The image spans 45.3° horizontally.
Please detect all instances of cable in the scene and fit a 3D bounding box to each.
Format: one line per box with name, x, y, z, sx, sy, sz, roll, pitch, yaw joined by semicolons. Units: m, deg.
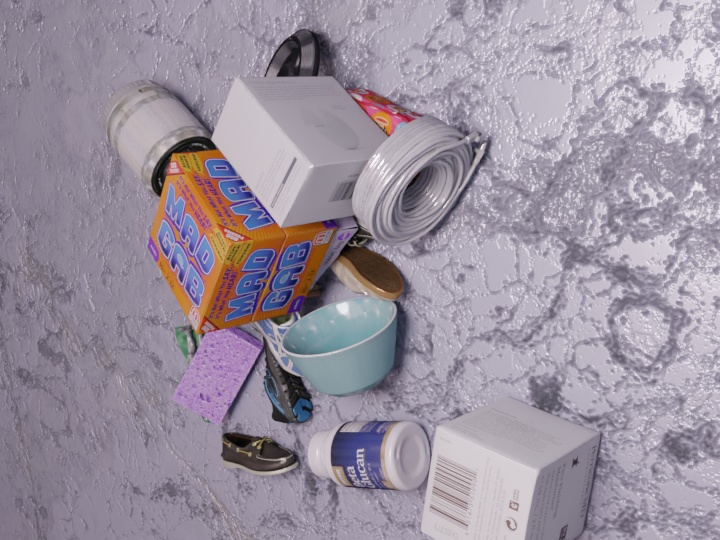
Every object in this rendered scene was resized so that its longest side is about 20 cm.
cable;0.077;-0.131;1.273;0.069;0.199;0.201;45;126;30

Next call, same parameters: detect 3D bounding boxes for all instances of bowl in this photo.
bowl;-0.022;0.134;1.420;0.199;0.200;0.106;-2;115;39

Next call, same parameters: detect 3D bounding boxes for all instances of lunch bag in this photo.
lunch bag;0.016;-0.188;1.398;0.199;0.082;0.178;31;118;35

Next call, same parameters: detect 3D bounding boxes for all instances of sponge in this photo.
sponge;-0.279;0.198;1.686;0.111;0.030;0.201;30;113;-1

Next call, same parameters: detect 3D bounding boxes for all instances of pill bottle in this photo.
pill bottle;0.009;0.310;1.453;0.199;0.111;0.112;-9;91;40

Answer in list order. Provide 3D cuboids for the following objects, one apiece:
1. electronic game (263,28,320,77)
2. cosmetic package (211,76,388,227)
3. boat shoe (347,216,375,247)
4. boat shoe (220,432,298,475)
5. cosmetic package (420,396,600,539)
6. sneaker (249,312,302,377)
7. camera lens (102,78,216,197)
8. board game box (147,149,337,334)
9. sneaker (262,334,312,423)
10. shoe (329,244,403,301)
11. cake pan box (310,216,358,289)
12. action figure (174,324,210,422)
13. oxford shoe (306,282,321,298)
electronic game;-0.123;-0.313;1.472;0.200;0.041;0.202;-35;47;50
cosmetic package;-0.079;-0.184;1.293;0.200;0.198;0.123;51;130;24
boat shoe;-0.006;-0.075;1.440;0.199;0.070;0.064;26;112;43
boat shoe;-0.199;0.348;1.656;0.200;0.071;0.061;-4;98;42
cosmetic package;0.214;0.299;1.223;0.164;0.199;0.167;17;107;37
sneaker;-0.126;0.115;1.512;0.200;0.076;0.077;48;150;-19
camera lens;-0.385;-0.250;1.663;0.200;0.159;0.161;46;122;25
board game box;-0.194;-0.054;1.383;0.200;0.199;0.201;54;136;29
sneaker;-0.155;0.187;1.595;0.081;0.073;0.202;-14;87;41
shoe;0.000;0.000;1.448;0.200;0.070;0.054;39;139;38
cake pan box;-0.098;-0.091;1.452;0.200;0.052;0.185;-49;63;46
action figure;-0.323;0.210;1.754;0.117;0.054;0.202;-8;95;37
oxford shoe;-0.150;0.010;1.567;0.199;0.070;0.075;11;101;38
